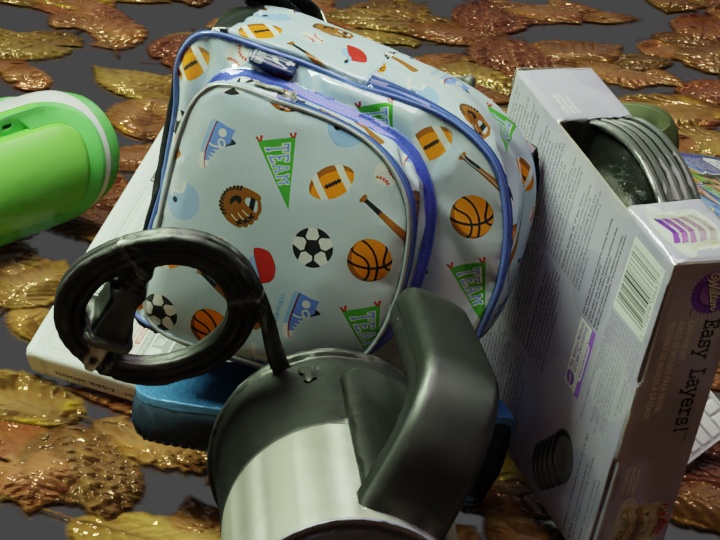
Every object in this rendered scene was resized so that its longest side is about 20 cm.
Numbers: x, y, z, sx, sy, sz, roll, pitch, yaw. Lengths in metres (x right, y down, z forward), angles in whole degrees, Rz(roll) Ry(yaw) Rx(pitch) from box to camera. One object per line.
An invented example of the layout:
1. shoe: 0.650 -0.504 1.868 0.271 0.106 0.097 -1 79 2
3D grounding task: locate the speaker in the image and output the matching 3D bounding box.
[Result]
1. speaker: -0.235 -0.054 1.726 0.088 0.089 0.200 19 23 28

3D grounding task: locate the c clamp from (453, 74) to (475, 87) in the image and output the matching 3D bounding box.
1. c clamp: 0.037 -0.100 1.830 0.171 0.027 0.200 8 -7 29

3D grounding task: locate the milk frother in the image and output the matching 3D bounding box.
1. milk frother: -0.046 0.090 1.271 0.200 0.181 0.188 8 20 -7

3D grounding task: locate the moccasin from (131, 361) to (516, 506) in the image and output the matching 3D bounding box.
1. moccasin: -0.019 0.093 1.440 0.200 0.068 0.080 7 21 -10

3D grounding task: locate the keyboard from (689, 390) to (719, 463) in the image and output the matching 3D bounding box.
1. keyboard: 0.128 0.024 1.578 0.056 0.011 0.200 -34 76 -27

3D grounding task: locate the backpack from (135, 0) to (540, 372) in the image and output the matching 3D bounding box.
1. backpack: -0.011 -0.028 1.414 0.190 0.200 0.154 15 23 4

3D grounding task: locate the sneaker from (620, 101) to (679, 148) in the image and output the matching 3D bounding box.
1. sneaker: 0.127 -0.050 1.674 0.200 0.067 0.090 -20 14 -29

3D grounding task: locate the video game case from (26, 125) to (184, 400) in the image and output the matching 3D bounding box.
1. video game case: -0.063 -0.001 1.588 0.181 0.023 0.200 15 55 21

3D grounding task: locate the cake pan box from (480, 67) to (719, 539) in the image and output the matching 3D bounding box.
1. cake pan box: 0.116 0.019 1.444 0.052 0.200 0.184 -5 35 -26

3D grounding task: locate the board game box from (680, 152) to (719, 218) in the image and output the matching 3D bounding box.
1. board game box: 0.256 -0.018 1.778 0.200 0.035 0.135 35 19 35
